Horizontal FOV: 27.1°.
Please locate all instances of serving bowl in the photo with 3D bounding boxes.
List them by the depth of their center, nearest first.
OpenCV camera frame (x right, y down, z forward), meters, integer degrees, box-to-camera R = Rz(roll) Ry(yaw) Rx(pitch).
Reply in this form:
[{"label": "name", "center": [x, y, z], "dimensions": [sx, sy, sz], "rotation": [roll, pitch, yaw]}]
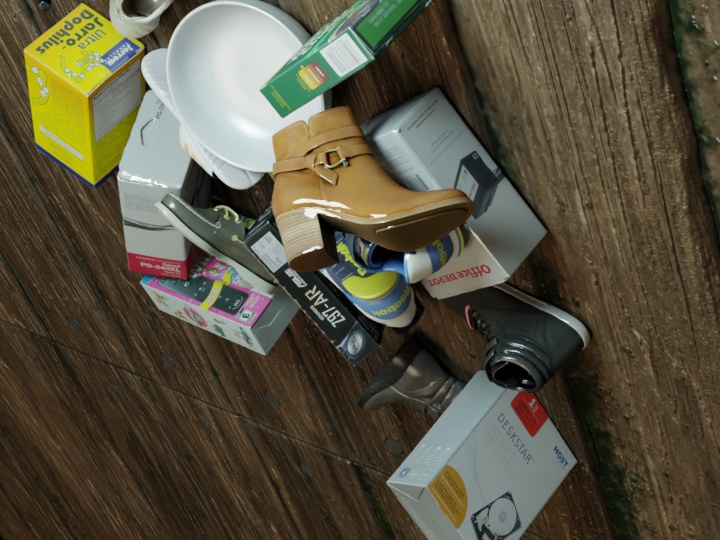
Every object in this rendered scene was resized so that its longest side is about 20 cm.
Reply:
[{"label": "serving bowl", "center": [-0.114, -0.212, 1.650], "dimensions": [0.200, 0.066, 0.200], "rotation": [14, 124, 22]}]

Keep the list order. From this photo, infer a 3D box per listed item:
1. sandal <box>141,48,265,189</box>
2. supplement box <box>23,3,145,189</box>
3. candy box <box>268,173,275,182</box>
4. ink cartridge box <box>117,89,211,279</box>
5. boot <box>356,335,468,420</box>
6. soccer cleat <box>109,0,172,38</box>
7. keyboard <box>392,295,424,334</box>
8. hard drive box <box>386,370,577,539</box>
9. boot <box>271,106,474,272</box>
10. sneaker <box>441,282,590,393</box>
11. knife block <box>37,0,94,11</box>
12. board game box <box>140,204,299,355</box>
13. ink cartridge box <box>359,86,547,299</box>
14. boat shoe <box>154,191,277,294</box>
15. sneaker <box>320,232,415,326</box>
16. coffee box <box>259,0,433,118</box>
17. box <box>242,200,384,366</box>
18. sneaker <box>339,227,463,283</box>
[{"label": "sandal", "center": [-0.183, -0.173, 1.754], "dimensions": [0.207, 0.079, 0.059], "rotation": [51, 152, 14]}, {"label": "supplement box", "center": [-0.349, -0.221, 1.913], "dimensions": [0.109, 0.109, 0.200], "rotation": [35, 150, 15]}, {"label": "candy box", "center": [-0.104, -0.166, 1.751], "dimensions": [0.200, 0.026, 0.102], "rotation": [55, 151, -10]}, {"label": "ink cartridge box", "center": [-0.243, -0.106, 1.878], "dimensions": [0.083, 0.145, 0.200], "rotation": [11, 146, 3]}, {"label": "boot", "center": [0.077, 0.171, 1.951], "dimensions": [0.132, 0.070, 0.200], "rotation": [37, 155, 0]}, {"label": "soccer cleat", "center": [-0.254, -0.308, 1.711], "dimensions": [0.069, 0.078, 0.200], "rotation": [49, 151, -11]}, {"label": "keyboard", "center": [0.018, -0.025, 1.790], "dimensions": [0.200, 0.040, 0.104], "rotation": [54, 148, 4]}, {"label": "hard drive box", "center": [0.150, 0.244, 1.814], "dimensions": [0.077, 0.200, 0.156], "rotation": [-4, 127, 52]}, {"label": "boot", "center": [0.006, -0.092, 1.491], "dimensions": [0.200, 0.156, 0.077], "rotation": [-17, 153, 15]}, {"label": "sneaker", "center": [0.151, 0.072, 1.690], "dimensions": [0.200, 0.099, 0.071], "rotation": [22, 147, 36]}, {"label": "knife block", "center": [-0.343, -0.366, 1.645], "dimensions": [0.200, 0.176, 0.064], "rotation": [25, 146, 29]}, {"label": "board game box", "center": [-0.165, 0.007, 1.941], "dimensions": [0.200, 0.148, 0.064], "rotation": [19, 153, 36]}, {"label": "ink cartridge box", "center": [0.080, -0.079, 1.592], "dimensions": [0.200, 0.084, 0.145], "rotation": [51, 150, -13]}, {"label": "boat shoe", "center": [-0.162, -0.044, 1.799], "dimensions": [0.202, 0.060, 0.072], "rotation": [37, -177, -37]}, {"label": "sneaker", "center": [0.000, 0.000, 1.689], "dimensions": [0.082, 0.074, 0.200], "rotation": [49, -178, -36]}, {"label": "coffee box", "center": [-0.012, -0.227, 1.474], "dimensions": [0.044, 0.123, 0.200], "rotation": [48, 152, -11]}, {"label": "box", "center": [-0.049, 0.004, 1.804], "dimensions": [0.044, 0.160, 0.200], "rotation": [-39, 101, 16]}, {"label": "sneaker", "center": [0.008, -0.050, 1.548], "dimensions": [0.200, 0.082, 0.074], "rotation": [26, 148, 32]}]
